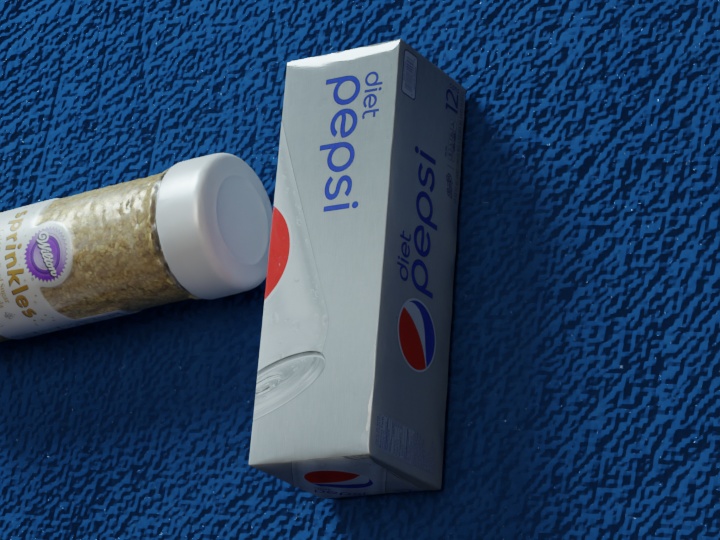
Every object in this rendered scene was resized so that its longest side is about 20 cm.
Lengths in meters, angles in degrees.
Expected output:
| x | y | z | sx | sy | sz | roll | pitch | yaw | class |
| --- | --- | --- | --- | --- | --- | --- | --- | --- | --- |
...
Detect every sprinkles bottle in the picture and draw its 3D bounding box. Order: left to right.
| x | y | z | sx | sy | sz | roll | pitch | yaw | class |
| --- | --- | --- | --- | --- | --- | --- | --- | --- | --- |
| -0.140 | -0.006 | 1.136 | 0.199 | 0.068 | 0.069 | -13 | 65 | 31 | sprinkles bottle |

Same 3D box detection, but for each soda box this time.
| x | y | z | sx | sy | sz | roll | pitch | yaw | class |
| --- | --- | --- | --- | --- | --- | --- | --- | --- | --- |
| 0.000 | 0.000 | 1.040 | 0.068 | 0.063 | 0.202 | -8 | 67 | 32 | soda box |
